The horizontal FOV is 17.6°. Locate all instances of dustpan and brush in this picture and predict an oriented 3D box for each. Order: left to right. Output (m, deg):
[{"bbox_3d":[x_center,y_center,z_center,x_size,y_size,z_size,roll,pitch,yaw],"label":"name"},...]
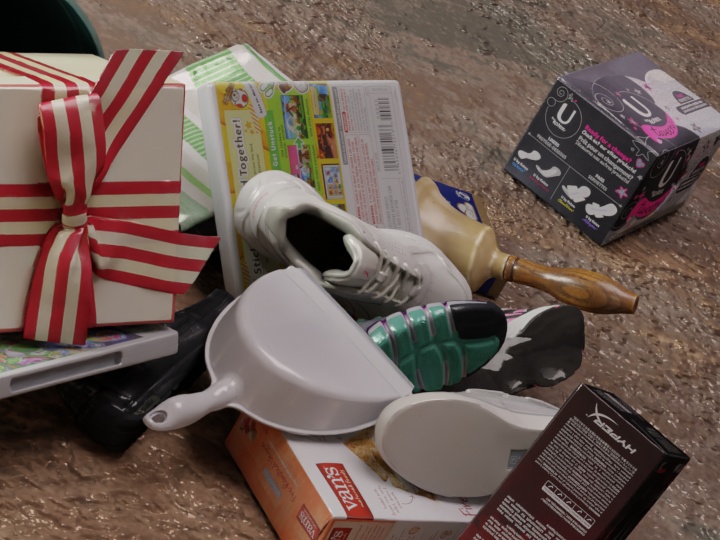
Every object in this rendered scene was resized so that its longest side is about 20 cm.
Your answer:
[{"bbox_3d":[-0.072,0.071,1.588,0.140,0.057,0.199,46,29,21],"label":"dustpan and brush"}]

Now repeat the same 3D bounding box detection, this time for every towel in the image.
[{"bbox_3d":[-0.117,-0.110,1.841,0.199,0.024,0.152,-26,54,-39],"label":"towel"}]

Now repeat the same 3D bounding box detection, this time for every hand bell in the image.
[{"bbox_3d":[0.130,0.000,1.883,0.198,0.105,0.104,16,23,18],"label":"hand bell"}]

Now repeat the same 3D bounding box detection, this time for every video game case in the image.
[{"bbox_3d":[-0.238,0.048,1.522,0.142,0.018,0.199,16,20,39],"label":"video game case"},{"bbox_3d":[-0.033,-0.048,1.805,0.181,0.023,0.202,-4,82,-35],"label":"video game case"}]

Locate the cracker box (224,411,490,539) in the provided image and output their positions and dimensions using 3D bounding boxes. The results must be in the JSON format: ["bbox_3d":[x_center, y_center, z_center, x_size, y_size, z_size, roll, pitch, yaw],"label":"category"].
[{"bbox_3d":[0.019,0.150,1.643,0.199,0.058,0.134,6,35,-38],"label":"cracker box"}]

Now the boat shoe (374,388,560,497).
[{"bbox_3d":[0.085,0.114,1.641,0.199,0.073,0.068,2,17,-33],"label":"boat shoe"}]

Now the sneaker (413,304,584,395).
[{"bbox_3d":[0.081,0.077,1.825,0.199,0.081,0.086,-12,10,-38],"label":"sneaker"}]

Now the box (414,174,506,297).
[{"bbox_3d":[0.028,-0.048,2.011,0.199,0.033,0.122,16,31,-23],"label":"box"}]

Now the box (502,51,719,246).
[{"bbox_3d":[0.255,-0.122,2.264,0.132,0.115,0.200,39,29,17],"label":"box"}]

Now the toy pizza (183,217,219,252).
[{"bbox_3d":[-0.176,-0.072,1.850,0.199,0.032,0.201,24,27,-13],"label":"toy pizza"}]

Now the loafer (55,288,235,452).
[{"bbox_3d":[-0.144,0.055,1.628,0.070,0.068,0.201,40,32,3],"label":"loafer"}]

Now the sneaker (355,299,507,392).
[{"bbox_3d":[0.007,0.050,1.715,0.199,0.075,0.088,-17,38,-18],"label":"sneaker"}]

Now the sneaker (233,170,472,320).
[{"bbox_3d":[0.000,0.000,1.729,0.199,0.078,0.099,24,7,-18],"label":"sneaker"}]

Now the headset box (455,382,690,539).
[{"bbox_3d":[0.122,0.177,1.541,0.075,0.200,0.149,40,4,15],"label":"headset box"}]

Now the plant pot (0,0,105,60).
[{"bbox_3d":[-0.309,-0.156,1.700,0.199,0.201,0.188,11,19,-33],"label":"plant pot"}]

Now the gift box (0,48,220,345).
[{"bbox_3d":[-0.206,-0.062,1.553,0.198,0.186,0.186,-8,17,-26],"label":"gift box"}]
